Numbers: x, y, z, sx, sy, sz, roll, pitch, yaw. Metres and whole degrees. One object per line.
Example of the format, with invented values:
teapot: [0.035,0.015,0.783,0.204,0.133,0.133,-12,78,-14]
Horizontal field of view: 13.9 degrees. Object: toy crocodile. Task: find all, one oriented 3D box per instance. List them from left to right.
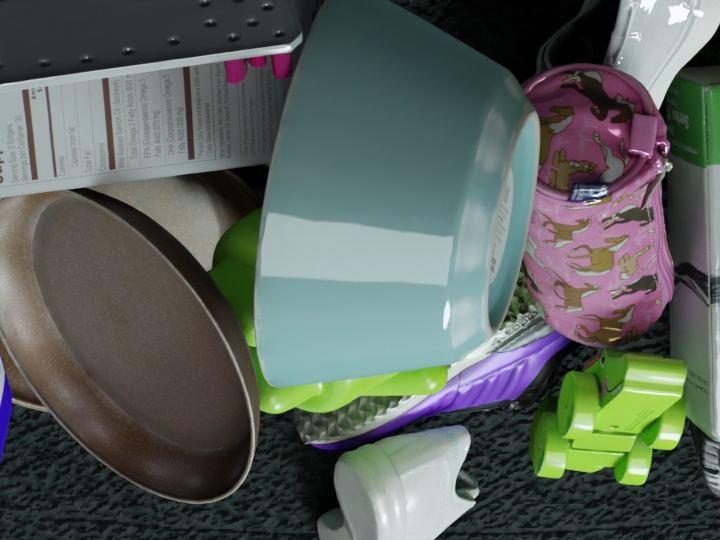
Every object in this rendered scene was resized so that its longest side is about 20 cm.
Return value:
toy crocodile: [0.142,0.080,1.697,0.067,0.062,0.200,5,160,-8]

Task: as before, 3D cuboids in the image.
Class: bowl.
bowl: [0.025,-0.033,1.431,0.105,0.201,0.201,10,132,11]

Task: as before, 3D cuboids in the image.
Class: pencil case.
pencil case: [0.124,-0.032,1.575,0.083,0.087,0.200,-29,155,-7]

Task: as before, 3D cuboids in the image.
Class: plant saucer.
plant saucer: [-0.146,-0.004,1.647,0.199,0.037,0.201,-8,131,-9]
plant saucer: [-0.123,0.033,1.566,0.032,0.200,0.201,-41,143,-35]

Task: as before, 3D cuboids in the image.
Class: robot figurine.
robot figurine: [0.000,0.000,1.605,0.200,0.115,0.176,-33,122,-29]

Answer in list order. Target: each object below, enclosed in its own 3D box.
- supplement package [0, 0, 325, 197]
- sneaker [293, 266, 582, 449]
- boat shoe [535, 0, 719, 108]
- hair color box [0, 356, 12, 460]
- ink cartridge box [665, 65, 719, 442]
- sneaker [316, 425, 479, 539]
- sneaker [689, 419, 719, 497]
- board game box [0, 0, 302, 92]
supplement package: [-0.116,-0.125,1.497,0.199,0.117,0.118,-7,133,-7]
sneaker: [0.059,0.060,1.732,0.200,0.070,0.099,-30,140,16]
boat shoe: [0.129,-0.111,1.568,0.068,0.072,0.200,0,159,-18]
hair color box: [-0.301,0.057,1.616,0.199,0.065,0.110,-3,132,7]
ink cartridge box: [0.250,-0.014,1.650,0.146,0.083,0.201,-4,101,-11]
sneaker: [0.029,0.150,1.774,0.088,0.075,0.200,-27,162,-18]
sneaker: [0.225,0.031,1.746,0.076,0.091,0.201,7,106,-14]
board game box: [-0.141,-0.147,1.415,0.199,0.200,0.026,-8,133,-7]
